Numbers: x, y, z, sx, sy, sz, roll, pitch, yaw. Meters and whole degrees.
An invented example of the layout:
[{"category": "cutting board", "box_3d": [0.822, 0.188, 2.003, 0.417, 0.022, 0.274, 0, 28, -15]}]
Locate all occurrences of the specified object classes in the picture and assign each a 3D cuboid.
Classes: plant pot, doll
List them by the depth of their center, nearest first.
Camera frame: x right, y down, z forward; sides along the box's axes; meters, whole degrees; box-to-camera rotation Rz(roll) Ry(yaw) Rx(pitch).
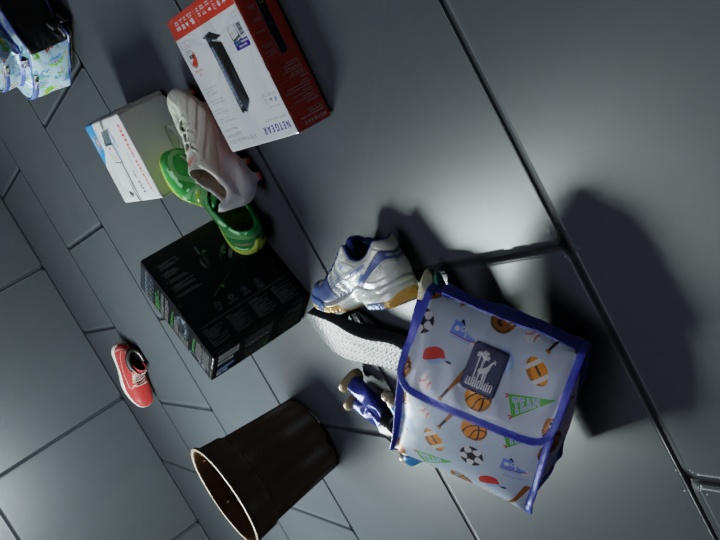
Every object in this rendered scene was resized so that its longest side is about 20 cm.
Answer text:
[{"category": "doll", "box_3d": [0.048, 0.210, 1.289, 0.200, 0.048, 0.137, 33, 147, 41]}, {"category": "plant pot", "box_3d": [-0.161, 0.341, 1.643, 0.200, 0.198, 0.201, 42, 152, 29]}]

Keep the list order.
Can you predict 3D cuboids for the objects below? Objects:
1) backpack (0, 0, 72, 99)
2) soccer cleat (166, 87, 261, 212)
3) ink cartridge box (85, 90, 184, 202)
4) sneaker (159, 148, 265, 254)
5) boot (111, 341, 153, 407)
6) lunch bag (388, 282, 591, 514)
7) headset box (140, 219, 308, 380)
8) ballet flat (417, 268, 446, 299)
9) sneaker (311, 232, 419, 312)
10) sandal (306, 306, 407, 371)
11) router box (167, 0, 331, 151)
[{"category": "backpack", "box_3d": [-0.597, -0.399, 1.628, 0.183, 0.147, 0.200, 53, 158, 13]}, {"category": "soccer cleat", "box_3d": [-0.217, -0.170, 1.288, 0.200, 0.077, 0.069, 52, 155, 12]}, {"category": "ink cartridge box", "box_3d": [-0.347, -0.193, 1.490, 0.200, 0.086, 0.147, 4, 123, 62]}, {"category": "sneaker", "box_3d": [-0.208, -0.113, 1.351, 0.200, 0.074, 0.084, 43, 156, 7]}, {"category": "boot", "box_3d": [-0.606, 0.297, 2.551, 0.144, 0.072, 0.201, 11, 126, 55]}, {"category": "lunch bag", "box_3d": [0.125, 0.118, 0.918, 0.170, 0.124, 0.201, 22, 131, 18]}, {"category": "headset box", "box_3d": [-0.209, 0.027, 1.388, 0.200, 0.174, 0.093, 49, 154, 14]}, {"category": "ballet flat", "box_3d": [0.091, 0.094, 1.038, 0.062, 0.067, 0.201, -17, 110, 18]}, {"category": "sneaker", "box_3d": [0.000, 0.000, 1.121, 0.200, 0.075, 0.088, -10, 100, 56]}, {"category": "sandal", "box_3d": [0.009, 0.089, 1.238, 0.200, 0.043, 0.076, 17, 142, 41]}, {"category": "router box", "box_3d": [-0.135, -0.239, 1.092, 0.200, 0.049, 0.180, 0, 119, 61]}]
